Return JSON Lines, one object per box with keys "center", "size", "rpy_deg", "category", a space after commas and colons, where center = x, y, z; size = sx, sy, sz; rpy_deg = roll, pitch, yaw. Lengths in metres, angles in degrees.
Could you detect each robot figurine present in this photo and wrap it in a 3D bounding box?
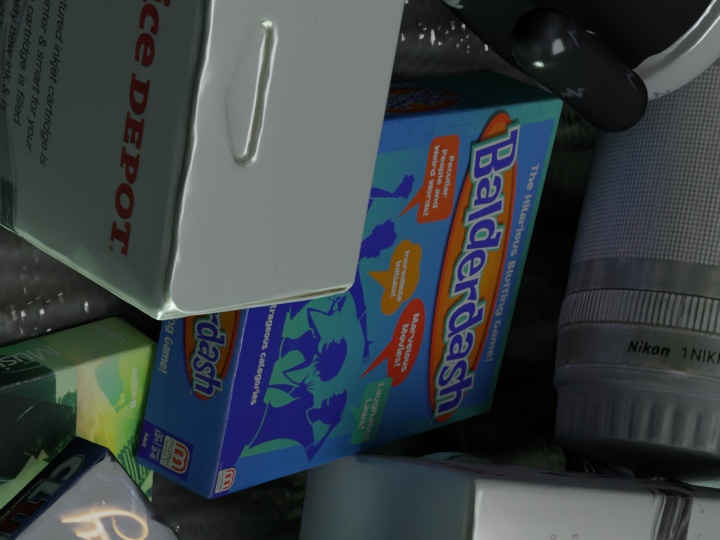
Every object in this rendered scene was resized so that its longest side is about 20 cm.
{"center": [0.082, -0.148, 0.907], "size": [0.200, 0.125, 0.151], "rpy_deg": [37, 84, -47], "category": "robot figurine"}

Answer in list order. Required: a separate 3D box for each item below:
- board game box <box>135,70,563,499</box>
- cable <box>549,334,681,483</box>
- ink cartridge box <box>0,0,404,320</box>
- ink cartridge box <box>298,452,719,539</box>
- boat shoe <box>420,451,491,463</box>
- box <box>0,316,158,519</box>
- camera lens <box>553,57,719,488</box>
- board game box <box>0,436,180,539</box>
{"center": [0.000, 0.000, 0.941], "size": [0.200, 0.045, 0.153], "rpy_deg": [-13, 120, -53], "category": "board game box"}
{"center": [0.163, 0.057, 1.151], "size": [0.163, 0.051, 0.200], "rpy_deg": [-48, 136, -15], "category": "cable"}
{"center": [-0.082, -0.087, 0.723], "size": [0.083, 0.200, 0.147], "rpy_deg": [-7, 116, -42], "category": "ink cartridge box"}
{"center": [0.090, 0.129, 0.969], "size": [0.199, 0.146, 0.085], "rpy_deg": [8, 86, -29], "category": "ink cartridge box"}
{"center": [0.095, 0.134, 1.095], "size": [0.200, 0.065, 0.074], "rpy_deg": [31, 53, -48], "category": "boat shoe"}
{"center": [-0.167, 0.108, 0.866], "size": [0.200, 0.036, 0.145], "rpy_deg": [-17, 122, -40], "category": "box"}
{"center": [0.176, -0.007, 1.019], "size": [0.160, 0.160, 0.201], "rpy_deg": [23, 76, -48], "category": "camera lens"}
{"center": [-0.094, 0.184, 0.873], "size": [0.135, 0.035, 0.200], "rpy_deg": [-44, 113, -19], "category": "board game box"}
